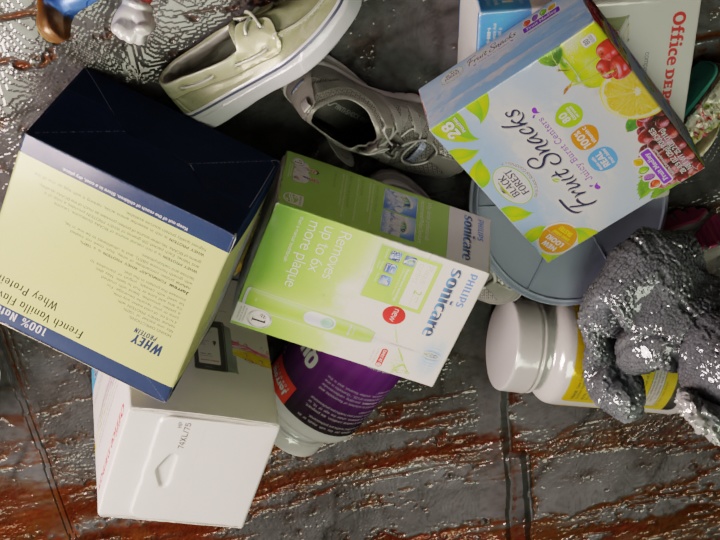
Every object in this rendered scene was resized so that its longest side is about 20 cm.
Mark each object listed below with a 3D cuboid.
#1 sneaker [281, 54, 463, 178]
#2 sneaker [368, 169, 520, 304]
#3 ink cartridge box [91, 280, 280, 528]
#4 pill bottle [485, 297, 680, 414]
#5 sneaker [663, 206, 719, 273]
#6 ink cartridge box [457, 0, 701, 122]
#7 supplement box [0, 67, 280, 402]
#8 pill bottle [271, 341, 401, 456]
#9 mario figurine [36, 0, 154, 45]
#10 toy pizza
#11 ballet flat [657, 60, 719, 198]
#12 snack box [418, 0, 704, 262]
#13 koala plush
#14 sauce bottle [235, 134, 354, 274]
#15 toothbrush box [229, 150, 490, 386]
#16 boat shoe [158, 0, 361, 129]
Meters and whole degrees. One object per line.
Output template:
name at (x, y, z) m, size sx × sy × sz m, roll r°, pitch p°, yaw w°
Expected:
sneaker at (0.014, -0.123, 1.543) m, size 0.199 × 0.082 × 0.075 m, roll 21°, pitch 124°, yaw -26°
sneaker at (0.077, -0.013, 1.633) m, size 0.199 × 0.082 × 0.075 m, roll 29°, pitch 122°, yaw -26°
ink cartridge box at (-0.173, 0.122, 1.638) m, size 0.145 × 0.201 × 0.147 m, roll 8°, pitch 129°, yaw -17°
pill bottle at (0.236, 0.083, 1.740) m, size 0.199 × 0.115 × 0.115 m, roll 6°, pitch 129°, yaw -16°
sneaker at (0.269, 0.003, 1.699) m, size 0.199 × 0.082 × 0.089 m, roll -7°, pitch 130°, yaw -4°
ink cartridge box at (0.191, -0.199, 1.510) m, size 0.199 × 0.085 × 0.145 m, roll -7°, pitch 131°, yaw -7°
supplement box at (-0.207, -0.031, 1.503) m, size 0.199 × 0.134 × 0.200 m, roll 26°, pitch 125°, yaw 1°
pill bottle at (-0.021, 0.093, 1.701) m, size 0.112 × 0.113 × 0.200 m, roll 23°, pitch 122°, yaw -27°
mario figurine at (-0.195, -0.252, 1.374) m, size 0.199 × 0.106 × 0.123 m, roll -25°, pitch 165°, yaw 21°
toy pizza at (0.196, -0.067, 1.615) m, size 0.199 × 0.032 × 0.201 m, roll -2°, pitch 98°, yaw -13°
ballet flat at (0.280, -0.108, 1.579) m, size 0.200 × 0.076 × 0.064 m, roll -44°, pitch 123°, yaw 0°
snack box at (0.174, -0.122, 1.472) m, size 0.168 × 0.068 × 0.200 m, roll -31°, pitch 128°, yaw 17°
koala plush at (0.315, 0.072, 1.570) m, size 0.177 × 0.200 × 0.184 m, roll -34°, pitch 134°, yaw -12°
sauce bottle at (-0.092, -0.055, 1.592) m, size 0.200 × 0.065 × 0.065 m, roll -36°, pitch 127°, yaw 21°
toothbrush box at (0.000, 0.000, 1.533) m, size 0.199 × 0.086 × 0.146 m, roll 18°, pitch 127°, yaw -10°
boat shoe at (-0.088, -0.193, 1.471) m, size 0.200 × 0.072 × 0.062 m, roll -35°, pitch 130°, yaw 22°
